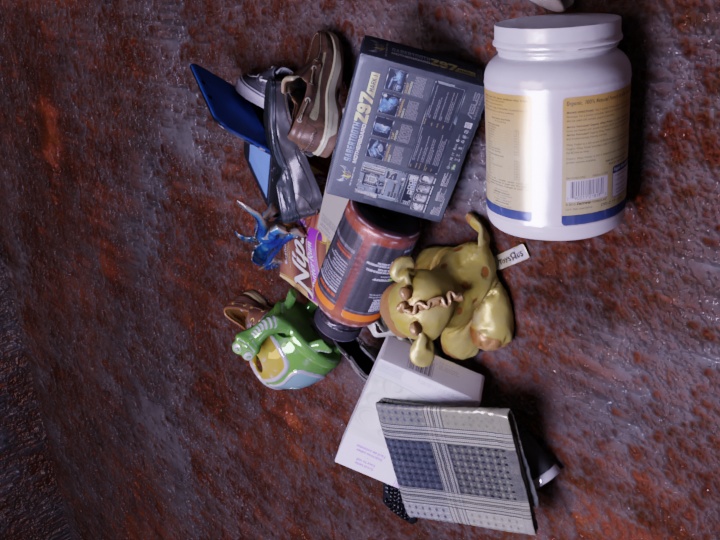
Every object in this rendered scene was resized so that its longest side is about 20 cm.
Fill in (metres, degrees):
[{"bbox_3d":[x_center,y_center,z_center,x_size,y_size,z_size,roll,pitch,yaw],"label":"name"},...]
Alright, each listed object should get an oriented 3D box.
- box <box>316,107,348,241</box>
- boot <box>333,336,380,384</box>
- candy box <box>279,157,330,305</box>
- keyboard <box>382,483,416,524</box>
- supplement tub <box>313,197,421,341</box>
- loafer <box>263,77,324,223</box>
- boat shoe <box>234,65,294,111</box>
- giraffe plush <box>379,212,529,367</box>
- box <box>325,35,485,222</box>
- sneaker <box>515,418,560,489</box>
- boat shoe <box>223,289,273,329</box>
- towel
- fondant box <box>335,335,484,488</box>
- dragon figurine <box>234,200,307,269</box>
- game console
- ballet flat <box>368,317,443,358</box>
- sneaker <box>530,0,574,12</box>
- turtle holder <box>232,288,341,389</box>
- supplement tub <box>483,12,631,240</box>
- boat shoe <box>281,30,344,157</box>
[{"bbox_3d":[0.005,-0.127,1.143,0.068,0.081,0.202,44,138,30],"label":"box"},{"bbox_3d":[0.038,0.167,1.198,0.200,0.068,0.131,43,179,32],"label":"boot"},{"bbox_3d":[-0.070,-0.058,1.293,0.116,0.056,0.203,35,131,38],"label":"candy box"},{"bbox_3d":[0.049,0.312,1.337,0.103,0.039,0.203,28,126,41],"label":"keyboard"},{"bbox_3d":[0.000,0.000,1.121,0.107,0.106,0.202,46,129,28],"label":"supplement tub"},{"bbox_3d":[-0.092,-0.170,1.168,0.073,0.071,0.203,-118,19,-65],"label":"loafer"},{"bbox_3d":[-0.123,-0.271,1.248,0.200,0.071,0.069,39,112,49],"label":"boat shoe"},{"bbox_3d":[0.096,0.040,1.036,0.174,0.161,0.201,56,143,16],"label":"giraffe plush"},{"bbox_3d":[0.053,-0.165,1.010,0.051,0.155,0.202,-83,7,-50],"label":"box"},{"bbox_3d":[0.174,0.262,1.128,0.200,0.070,0.100,-42,74,45],"label":"sneaker"},{"bbox_3d":[-0.172,0.100,1.492,0.199,0.067,0.073,27,127,42],"label":"boat shoe"},{"bbox_3d":[0.126,0.247,1.069,0.197,0.035,0.195,-1,117,33],"label":"towel"},{"bbox_3d":[0.064,0.202,1.132,0.142,0.059,0.202,22,124,0],"label":"fondant box"},{"bbox_3d":[-0.146,-0.046,1.237,0.099,0.200,0.059,-37,76,14],"label":"dragon figurine"},{"bbox_3d":[-0.190,-0.199,1.282,0.201,0.116,0.173,-119,31,-46],"label":"game console"},{"bbox_3d":[0.050,0.094,1.206,0.202,0.071,0.072,57,142,15],"label":"ballet flat"},{"bbox_3d":[0.206,-0.343,0.800,0.087,0.074,0.201,39,143,17],"label":"sneaker"},{"bbox_3d":[-0.111,0.125,1.319,0.132,0.185,0.141,-43,88,14],"label":"turtle holder"},{"bbox_3d":[0.195,-0.146,0.834,0.143,0.143,0.204,20,122,46],"label":"supplement tub"},{"bbox_3d":[-0.066,-0.247,1.107,0.075,0.074,0.205,128,148,-48],"label":"boat shoe"}]
